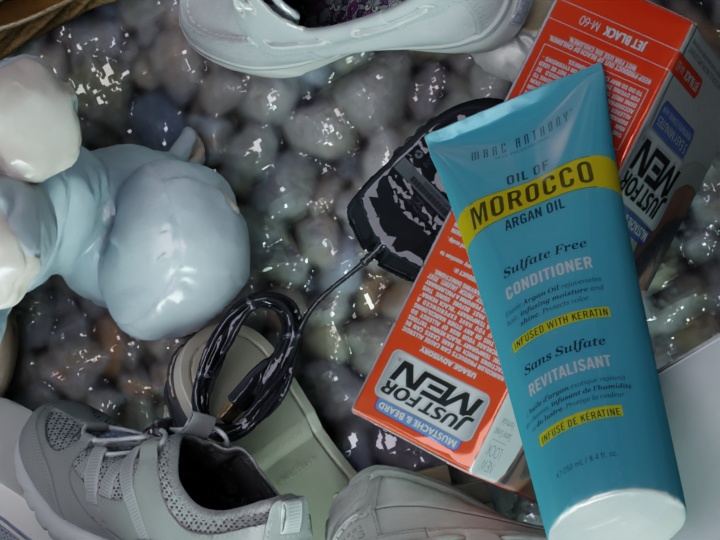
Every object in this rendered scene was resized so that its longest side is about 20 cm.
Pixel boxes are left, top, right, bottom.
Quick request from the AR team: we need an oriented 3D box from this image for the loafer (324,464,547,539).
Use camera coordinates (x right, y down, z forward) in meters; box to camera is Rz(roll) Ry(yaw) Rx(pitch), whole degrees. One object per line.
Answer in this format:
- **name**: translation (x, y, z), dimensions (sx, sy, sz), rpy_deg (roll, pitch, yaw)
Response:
- **loafer**: translation (0.079, 0.141, 1.083), dimensions (0.199, 0.070, 0.070), rpy_deg (16, 117, -14)

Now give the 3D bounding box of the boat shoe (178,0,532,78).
- **boat shoe**: translation (-0.018, -0.122, 1.125), dimensions (0.199, 0.068, 0.072), rpy_deg (10, 87, 44)

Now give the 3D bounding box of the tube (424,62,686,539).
- **tube**: translation (0.077, 0.012, 0.972), dimensions (0.077, 0.050, 0.201), rpy_deg (-19, 53, 10)

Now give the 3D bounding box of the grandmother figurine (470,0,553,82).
- **grandmother figurine**: translation (0.103, -0.173, 1.107), dimensions (0.121, 0.060, 0.201), rpy_deg (38, 104, 39)

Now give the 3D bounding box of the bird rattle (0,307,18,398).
- **bird rattle**: translation (-0.246, 0.040, 1.241), dimensions (0.162, 0.113, 0.201), rpy_deg (-6, 93, 6)

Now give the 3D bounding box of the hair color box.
- **hair color box**: translation (0.081, -0.011, 1.072), dimensions (0.064, 0.111, 0.201), rpy_deg (27, 89, 22)

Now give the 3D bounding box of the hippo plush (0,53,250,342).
- **hippo plush**: translation (-0.142, -0.006, 1.156), dimensions (0.200, 0.160, 0.160), rpy_deg (18, 87, 58)

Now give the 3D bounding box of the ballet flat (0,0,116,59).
- **ballet flat**: translation (-0.128, -0.157, 1.193), dimensions (0.199, 0.072, 0.068), rpy_deg (-24, 82, 21)

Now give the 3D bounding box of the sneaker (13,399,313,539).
- **sneaker**: translation (-0.078, 0.093, 1.123), dimensions (0.200, 0.074, 0.082), rpy_deg (28, 116, 43)

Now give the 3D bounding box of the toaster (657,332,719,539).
- **toaster**: translation (0.198, 0.068, 1.013), dimensions (0.200, 0.181, 0.119), rpy_deg (-33, 79, 21)

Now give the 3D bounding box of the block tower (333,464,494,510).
- **block tower**: translation (0.042, 0.188, 1.139), dimensions (0.058, 0.054, 0.201), rpy_deg (-21, 81, 64)

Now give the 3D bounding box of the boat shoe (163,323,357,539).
- **boat shoe**: translation (-0.032, 0.120, 1.186), dimensions (0.201, 0.072, 0.063), rpy_deg (62, 154, 3)

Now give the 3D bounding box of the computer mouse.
- **computer mouse**: translation (0.000, 0.000, 1.149), dimensions (0.200, 0.034, 0.059), rpy_deg (-42, 89, 1)

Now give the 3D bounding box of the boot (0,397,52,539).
- **boot**: translation (-0.128, 0.150, 1.219), dimensions (0.200, 0.073, 0.091), rpy_deg (40, 127, 12)
